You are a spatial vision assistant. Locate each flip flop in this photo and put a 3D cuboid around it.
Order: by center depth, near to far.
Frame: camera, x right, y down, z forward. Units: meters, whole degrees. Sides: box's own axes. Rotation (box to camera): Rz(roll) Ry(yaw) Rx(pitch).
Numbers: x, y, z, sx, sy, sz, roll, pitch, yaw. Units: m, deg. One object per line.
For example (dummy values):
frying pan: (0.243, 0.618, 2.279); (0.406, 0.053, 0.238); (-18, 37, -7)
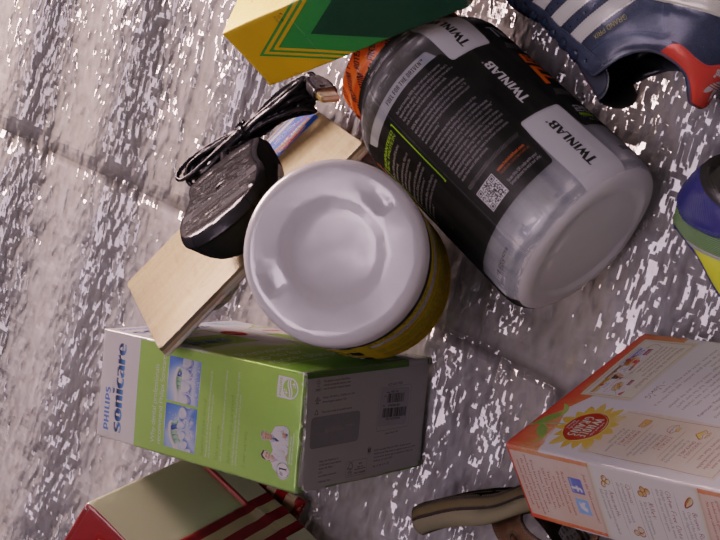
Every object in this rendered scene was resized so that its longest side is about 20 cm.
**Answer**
flip flop: (0.116, 0.169, 0.907); (0.199, 0.081, 0.058); (-15, 76, 41)

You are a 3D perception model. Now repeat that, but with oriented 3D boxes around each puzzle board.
puzzle board: (-0.086, -0.034, 1.012); (0.200, 0.017, 0.151); (-45, 25, 0)

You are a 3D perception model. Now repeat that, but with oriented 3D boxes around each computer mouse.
computer mouse: (-0.063, -0.071, 0.971); (0.140, 0.046, 0.200); (-37, 21, 6)

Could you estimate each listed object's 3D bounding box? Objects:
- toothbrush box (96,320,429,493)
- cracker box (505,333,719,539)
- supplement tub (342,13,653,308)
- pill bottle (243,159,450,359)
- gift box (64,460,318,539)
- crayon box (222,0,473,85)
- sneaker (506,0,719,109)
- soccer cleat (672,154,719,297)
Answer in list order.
toothbrush box: (-0.072, 0.093, 1.013); (0.199, 0.145, 0.087); (7, 95, 38)
cracker box: (0.199, 0.099, 0.774); (0.200, 0.134, 0.058); (4, 121, 55)
supplement tub: (0.083, -0.082, 0.906); (0.200, 0.122, 0.123); (48, 117, 27)
pill bottle: (0.000, 0.000, 0.910); (0.114, 0.200, 0.115); (-1, 83, 10)
gift box: (-0.122, 0.267, 1.031); (0.200, 0.187, 0.185); (45, 115, 13)
crayon box: (0.012, -0.235, 0.934); (0.172, 0.058, 0.201); (-14, 43, 36)
sneaker: (0.145, -0.153, 0.886); (0.199, 0.075, 0.085); (20, 98, 36)
soccer cleat: (0.262, 0.018, 0.817); (0.200, 0.065, 0.084); (54, 149, 20)
